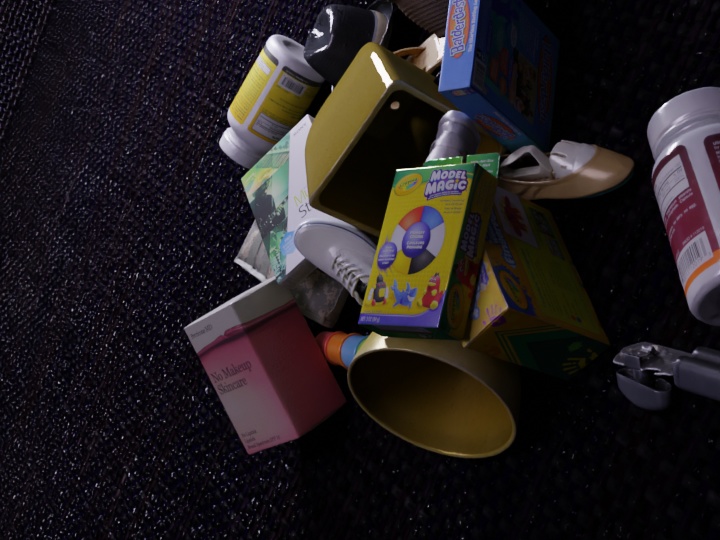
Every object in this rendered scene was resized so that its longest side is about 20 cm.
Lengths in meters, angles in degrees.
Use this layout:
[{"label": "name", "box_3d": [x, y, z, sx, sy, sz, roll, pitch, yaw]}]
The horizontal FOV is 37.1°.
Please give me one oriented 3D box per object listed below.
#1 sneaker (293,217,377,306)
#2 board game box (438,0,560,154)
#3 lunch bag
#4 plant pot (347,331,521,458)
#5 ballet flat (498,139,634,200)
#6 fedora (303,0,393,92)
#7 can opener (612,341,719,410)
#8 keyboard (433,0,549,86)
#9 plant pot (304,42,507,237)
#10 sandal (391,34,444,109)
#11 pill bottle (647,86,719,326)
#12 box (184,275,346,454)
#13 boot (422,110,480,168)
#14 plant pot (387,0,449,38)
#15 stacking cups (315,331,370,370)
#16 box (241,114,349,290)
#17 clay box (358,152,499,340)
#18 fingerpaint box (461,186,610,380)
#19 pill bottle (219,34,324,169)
[{"label": "sneaker", "box_3d": [0.000, 0.000, 1.358, 0.074, 0.198, 0.071, -62, -2, 25]}, {"label": "board game box", "box_3d": [0.164, -0.237, 1.235, 0.044, 0.199, 0.155, -3, 71, 36]}, {"label": "lunch bag", "box_3d": [-0.068, -0.032, 1.537, 0.199, 0.117, 0.166, 34, 98, 46]}, {"label": "plant pot", "box_3d": [0.101, 0.095, 1.213, 0.198, 0.200, 0.143, -20, 35, 48]}, {"label": "ballet flat", "box_3d": [0.217, -0.114, 1.215, 0.198, 0.063, 0.069, -7, 38, 53]}, {"label": "fedora", "box_3d": [-0.028, -0.337, 1.592, 0.201, 0.090, 0.203, -52, 25, 36]}, {"label": "can opener", "box_3d": [0.323, 0.110, 1.013, 0.199, 0.053, 0.068, 17, 120, 54]}, {"label": "keyboard", "box_3d": [0.166, -0.305, 1.326, 0.200, 0.104, 0.040, -46, 67, 15]}, {"label": "plant pot", "box_3d": [0.040, -0.180, 1.399, 0.196, 0.192, 0.201, -52, 34, 24]}, {"label": "sandal", "box_3d": [0.064, -0.291, 1.507, 0.211, 0.069, 0.079, -35, 49, 41]}, {"label": "pill bottle", "box_3d": [0.337, -0.062, 0.999, 0.114, 0.113, 0.203, -36, 48, 39]}, {"label": "box", "box_3d": [-0.131, 0.130, 1.470, 0.127, 0.108, 0.203, -25, 94, 45]}, {"label": "boot", "box_3d": [0.119, -0.115, 1.288, 0.072, 0.200, 0.097, 16, 77, 11]}, {"label": "plant pot", "box_3d": [0.134, -0.361, 1.385, 0.199, 0.199, 0.094, -12, 102, 51]}, {"label": "stacking cups", "box_3d": [0.000, 0.115, 1.427, 0.199, 0.060, 0.062, 1, 76, 55]}, {"label": "box", "box_3d": [-0.083, -0.095, 1.467, 0.144, 0.036, 0.202, -40, 50, 22]}, {"label": "clay box", "box_3d": [0.072, -0.032, 1.108, 0.114, 0.047, 0.204, -1, 70, 45]}, {"label": "fingerpaint box", "box_3d": [0.161, 0.004, 1.163, 0.073, 0.165, 0.202, -45, 44, 31]}, {"label": "pill bottle", "box_3d": [-0.147, -0.269, 1.746, 0.201, 0.111, 0.113, -55, 39, 21]}]
